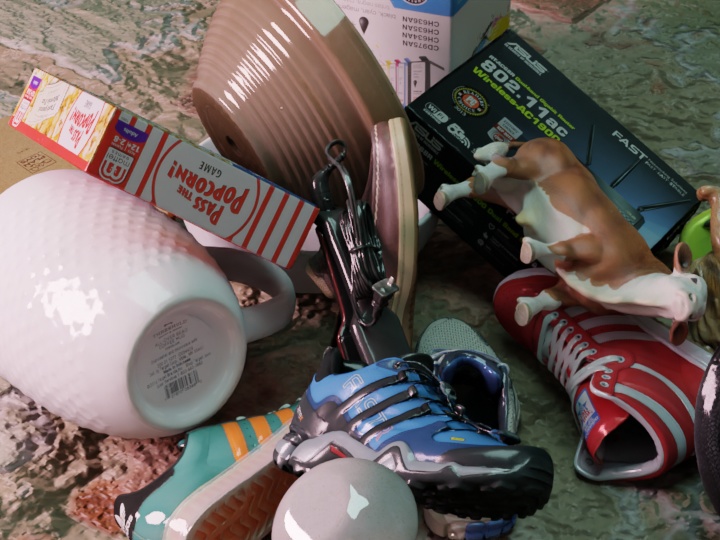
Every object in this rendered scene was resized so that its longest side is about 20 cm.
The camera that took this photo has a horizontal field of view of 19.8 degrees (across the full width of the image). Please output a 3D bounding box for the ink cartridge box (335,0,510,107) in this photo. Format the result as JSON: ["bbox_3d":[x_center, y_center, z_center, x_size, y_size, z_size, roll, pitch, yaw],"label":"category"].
[{"bbox_3d":[0.030,-0.193,1.633,0.146,0.201,0.145,13,37,18],"label":"ink cartridge box"}]

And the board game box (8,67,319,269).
[{"bbox_3d":[-0.131,-0.069,1.342,0.151,0.047,0.200,26,1,-25],"label":"board game box"}]

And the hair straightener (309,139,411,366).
[{"bbox_3d":[0.011,0.011,1.272,0.041,0.077,0.202,-6,75,-26],"label":"hair straightener"}]

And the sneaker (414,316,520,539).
[{"bbox_3d":[0.071,0.080,1.322,0.076,0.086,0.201,-3,33,-4],"label":"sneaker"}]

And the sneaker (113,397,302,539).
[{"bbox_3d":[-0.068,0.116,1.280,0.079,0.072,0.199,22,35,34],"label":"sneaker"}]

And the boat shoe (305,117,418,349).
[{"bbox_3d":[0.000,0.000,1.339,0.071,0.202,0.072,3,20,-1],"label":"boat shoe"}]

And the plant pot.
[{"bbox_3d":[-0.051,-0.110,1.413,0.092,0.202,0.201,-35,43,-13],"label":"plant pot"}]

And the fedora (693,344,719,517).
[{"bbox_3d":[0.292,0.092,1.271,0.198,0.203,0.092,-5,3,-8],"label":"fedora"}]

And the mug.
[{"bbox_3d":[-0.135,0.025,1.334,0.199,0.149,0.175,-13,26,-34],"label":"mug"}]

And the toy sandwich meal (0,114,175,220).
[{"bbox_3d":[-0.230,-0.051,1.544,0.203,0.071,0.206,-5,34,3],"label":"toy sandwich meal"}]

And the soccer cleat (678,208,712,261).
[{"bbox_3d":[0.322,-0.033,1.535,0.198,0.065,0.084,-15,6,-15],"label":"soccer cleat"}]

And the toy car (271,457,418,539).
[{"bbox_3d":[0.017,0.210,1.084,0.150,0.175,0.200,-45,45,-3],"label":"toy car"}]

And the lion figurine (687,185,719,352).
[{"bbox_3d":[0.292,-0.006,1.374,0.199,0.124,0.072,-20,-24,33],"label":"lion figurine"}]

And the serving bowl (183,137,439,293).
[{"bbox_3d":[-0.036,-0.041,1.523,0.198,0.066,0.201,0,33,0],"label":"serving bowl"}]

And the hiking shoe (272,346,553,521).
[{"bbox_3d":[0.030,0.087,1.169,0.199,0.074,0.087,5,73,44],"label":"hiking shoe"}]

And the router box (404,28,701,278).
[{"bbox_3d":[0.130,-0.067,1.491,0.200,0.062,0.150,42,44,8],"label":"router box"}]

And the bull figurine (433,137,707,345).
[{"bbox_3d":[0.139,-0.018,1.350,0.120,0.066,0.200,-3,38,-32],"label":"bull figurine"}]

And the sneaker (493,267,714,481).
[{"bbox_3d":[0.145,0.067,1.355,0.199,0.072,0.112,28,39,32],"label":"sneaker"}]
